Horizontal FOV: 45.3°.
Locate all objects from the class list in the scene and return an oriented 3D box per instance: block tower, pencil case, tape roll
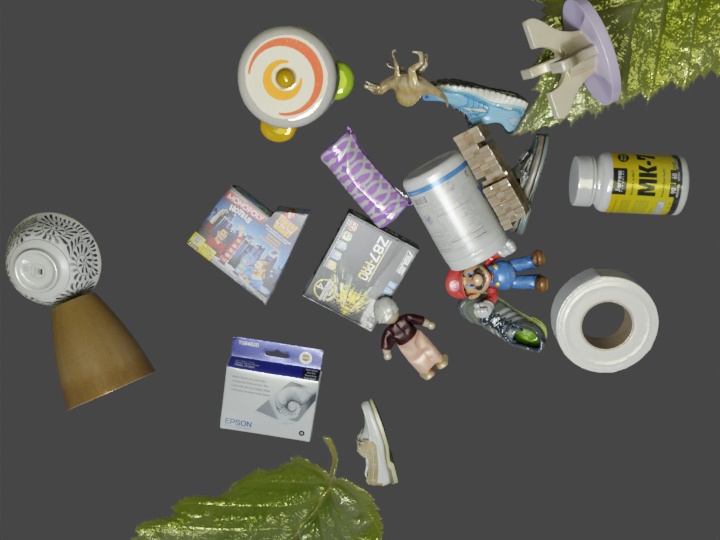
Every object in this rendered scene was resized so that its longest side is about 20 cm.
[{"bbox_3d":[0.250,-0.178,1.614,0.058,0.054,0.200,-24,101,29],"label":"block tower"},{"bbox_3d":[0.011,-0.174,1.661,0.085,0.084,0.200,-39,99,20],"label":"pencil case"},{"bbox_3d":[0.484,0.098,1.720,0.202,0.071,0.203,1,106,3],"label":"tape roll"}]

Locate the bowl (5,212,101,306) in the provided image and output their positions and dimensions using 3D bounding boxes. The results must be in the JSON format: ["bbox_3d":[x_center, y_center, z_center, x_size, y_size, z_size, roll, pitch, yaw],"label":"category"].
[{"bbox_3d":[-0.634,-0.010,1.734,0.201,0.094,0.201,1,105,2],"label":"bowl"}]

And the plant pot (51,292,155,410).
[{"bbox_3d":[-0.539,0.152,1.744,0.186,0.186,0.200,-23,90,9],"label":"plant pot"}]

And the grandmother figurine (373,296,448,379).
[{"bbox_3d":[0.091,0.133,1.734,0.121,0.061,0.200,-42,114,-8],"label":"grandmother figurine"}]

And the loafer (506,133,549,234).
[{"bbox_3d":[0.310,-0.169,1.658,0.063,0.072,0.200,14,107,5],"label":"loafer"}]

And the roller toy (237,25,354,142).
[{"bbox_3d":[-0.132,-0.356,1.591,0.200,0.140,0.182,-35,100,12],"label":"roller toy"}]

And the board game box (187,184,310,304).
[{"bbox_3d":[-0.202,-0.072,1.712,0.200,0.062,0.200,39,102,-7],"label":"board game box"}]

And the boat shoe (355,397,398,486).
[{"bbox_3d":[0.025,0.366,1.813,0.068,0.075,0.200,-14,105,1],"label":"boat shoe"}]

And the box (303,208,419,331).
[{"bbox_3d":[0.000,0.000,1.728,0.161,0.049,0.200,28,105,-9],"label":"box"}]

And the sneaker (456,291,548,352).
[{"bbox_3d":[0.288,0.104,1.725,0.200,0.081,0.074,22,105,-3],"label":"sneaker"}]

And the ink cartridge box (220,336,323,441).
[{"bbox_3d":[-0.186,0.250,1.809,0.199,0.041,0.200,8,105,0],"label":"ink cartridge box"}]

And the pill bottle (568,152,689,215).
[{"bbox_3d":[0.501,-0.164,1.625,0.200,0.114,0.114,2,105,2],"label":"pill bottle"}]

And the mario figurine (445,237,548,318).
[{"bbox_3d":[0.265,0.015,1.679,0.200,0.124,0.106,-9,142,-4],"label":"mario figurine"}]

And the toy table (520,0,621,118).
[{"bbox_3d":[0.375,-0.377,1.551,0.117,0.184,0.200,-25,91,-7],"label":"toy table"}]

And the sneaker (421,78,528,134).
[{"bbox_3d":[0.209,-0.304,1.622,0.200,0.078,0.090,14,111,1],"label":"sneaker"}]

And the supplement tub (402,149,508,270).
[{"bbox_3d":[0.181,-0.115,1.646,0.132,0.132,0.200,-29,103,10],"label":"supplement tub"}]

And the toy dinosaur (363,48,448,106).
[{"bbox_3d":[0.101,-0.354,1.602,0.200,0.058,0.101,17,105,37],"label":"toy dinosaur"}]
